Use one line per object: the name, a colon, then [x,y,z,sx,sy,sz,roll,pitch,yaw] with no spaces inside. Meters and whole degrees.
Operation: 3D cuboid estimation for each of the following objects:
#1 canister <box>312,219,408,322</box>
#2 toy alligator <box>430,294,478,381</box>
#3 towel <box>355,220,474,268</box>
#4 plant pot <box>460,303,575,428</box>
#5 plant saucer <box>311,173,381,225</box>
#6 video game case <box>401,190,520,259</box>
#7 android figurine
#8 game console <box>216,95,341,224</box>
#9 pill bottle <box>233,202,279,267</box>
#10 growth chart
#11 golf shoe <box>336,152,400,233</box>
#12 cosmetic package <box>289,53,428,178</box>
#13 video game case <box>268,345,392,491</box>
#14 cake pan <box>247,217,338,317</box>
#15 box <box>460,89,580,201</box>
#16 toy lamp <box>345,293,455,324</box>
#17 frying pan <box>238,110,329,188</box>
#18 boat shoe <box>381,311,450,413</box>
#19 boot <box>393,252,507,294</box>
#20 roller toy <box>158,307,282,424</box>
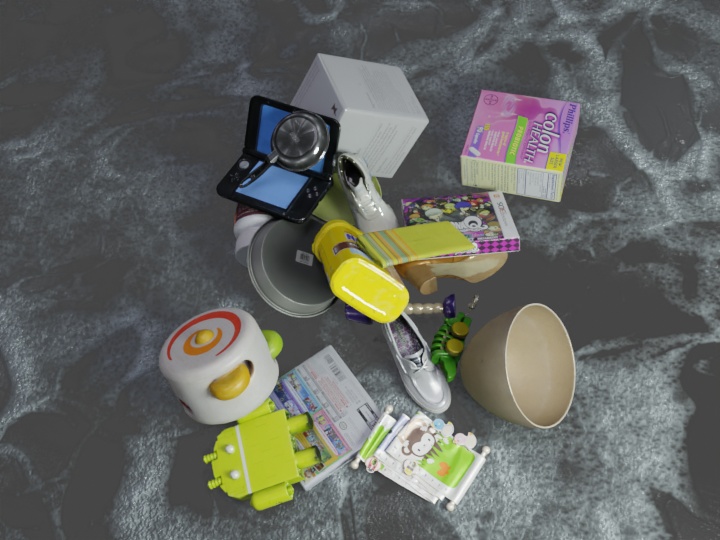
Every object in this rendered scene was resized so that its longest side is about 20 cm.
canister: [0.000,0.000,1.551,0.087,0.148,0.200,-53,20,11]
toy alligator: [0.158,0.109,1.543,0.054,0.059,0.200,18,48,6]
towel: [0.095,-0.045,1.528,0.200,0.018,0.086,-11,43,-32]
plant pot: [0.246,0.163,1.476,0.134,0.200,0.201,-12,49,44]
plant saucer: [-0.055,-0.162,1.750,0.200,0.031,0.200,13,52,-17]
video game case: [0.182,-0.086,1.658,0.200,0.036,0.181,-5,32,0]
android figurine: [-0.169,0.311,1.498,0.200,0.041,0.182,-18,62,7]
game console: [-0.155,-0.206,1.646,0.200,0.116,0.176,21,58,22]
pill bottle: [-0.186,-0.108,1.730,0.114,0.114,0.200,-2,58,7]
growth chart: [0.102,0.306,1.479,0.200,0.018,0.145,23,66,11]
golf shoe: [0.005,-0.129,1.653,0.078,0.097,0.200,-30,80,9]
cosmetic package: [-0.010,-0.300,1.744,0.200,0.165,0.165,2,50,-34]
video game case: [-0.073,0.252,1.547,0.182,0.022,0.200,-33,61,-12]
cake pan: [-0.110,-0.014,1.641,0.200,0.037,0.201,10,67,-26]
box: [0.314,-0.248,1.750,0.200,0.097,0.176,12,61,15]
toy lamp: [0.072,0.070,1.616,0.200,0.058,0.058,-3,58,8]
frying pan: [-0.148,-0.229,1.625,0.190,0.031,0.115,-14,76,13]
boat shoe: [0.096,0.152,1.535,0.072,0.069,0.200,-21,74,-1]
boot: [0.158,-0.034,1.664,0.201,0.071,0.144,-18,43,-18]
roller toy: [-0.246,0.159,1.527,0.182,0.140,0.200,-8,36,22]
